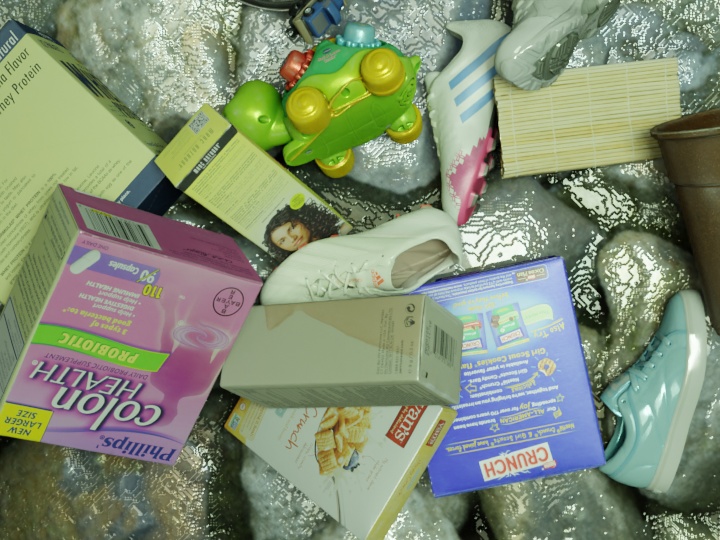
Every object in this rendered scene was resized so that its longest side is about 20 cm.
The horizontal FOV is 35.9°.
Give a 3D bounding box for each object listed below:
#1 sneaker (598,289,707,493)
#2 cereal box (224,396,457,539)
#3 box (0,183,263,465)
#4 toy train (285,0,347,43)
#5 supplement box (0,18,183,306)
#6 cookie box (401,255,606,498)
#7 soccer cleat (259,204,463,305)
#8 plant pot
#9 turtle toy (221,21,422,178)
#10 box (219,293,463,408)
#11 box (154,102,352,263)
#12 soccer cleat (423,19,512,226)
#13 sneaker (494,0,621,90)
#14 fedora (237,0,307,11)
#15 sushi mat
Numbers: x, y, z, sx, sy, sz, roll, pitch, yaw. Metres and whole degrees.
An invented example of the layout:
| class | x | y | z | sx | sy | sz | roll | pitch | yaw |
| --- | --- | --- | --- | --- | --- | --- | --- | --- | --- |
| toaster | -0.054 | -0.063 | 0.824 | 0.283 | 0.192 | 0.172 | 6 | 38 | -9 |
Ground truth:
| class | x | y | z | sx | sy | sz | roll | pitch | yaw |
| --- | --- | --- | --- | --- | --- | --- | --- | --- | --- |
| sneaker | 0.276 | 0.112 | 1.064 | 0.081 | 0.074 | 0.201 | 11 | 92 | -2 |
| cereal box | -0.023 | 0.142 | 1.051 | 0.200 | 0.039 | 0.144 | 31 | 93 | 34 |
| box | -0.214 | 0.053 | 0.979 | 0.175 | 0.097 | 0.201 | 18 | 109 | -33 |
| toy train | 0.003 | -0.289 | 1.055 | 0.046 | 0.034 | 0.200 | 32 | 76 | 40 |
| supplement box | -0.301 | -0.090 | 1.056 | 0.200 | 0.134 | 0.200 | 43 | 94 | 0 |
| cookie box | 0.130 | 0.100 | 1.070 | 0.170 | 0.075 | 0.201 | -11 | 91 | 6 |
| soccer cleat | 0.000 | 0.000 | 1.031 | 0.199 | 0.078 | 0.070 | -23 | 126 | 2 |
| plant pot | 0.378 | -0.050 | 1.001 | 0.199 | 0.200 | 0.199 | -11 | 99 | 3 |
| turtle toy | -0.035 | -0.161 | 1.048 | 0.199 | 0.146 | 0.101 | -25 | 69 | 3 |
| box | -0.017 | 0.076 | 0.991 | 0.199 | 0.095 | 0.078 | -4 | 70 | 26 |
| box | -0.093 | -0.068 | 1.023 | 0.075 | 0.200 | 0.050 | -48 | 48 | 5 |
| soccer cleat | 0.095 | -0.145 | 1.072 | 0.086 | 0.070 | 0.201 | 14 | 87 | 11 |
| sneaker | 0.167 | -0.239 | 1.032 | 0.099 | 0.078 | 0.200 | 34 | 50 | 16 |
| fedora | -0.088 | -0.353 | 1.056 | 0.176 | 0.090 | 0.201 | -2 | 92 | 3 |
| sushi mat | 0.221 | -0.146 | 1.056 | 0.199 | 0.012 | 0.096 | -9 | 92 | -16 |
